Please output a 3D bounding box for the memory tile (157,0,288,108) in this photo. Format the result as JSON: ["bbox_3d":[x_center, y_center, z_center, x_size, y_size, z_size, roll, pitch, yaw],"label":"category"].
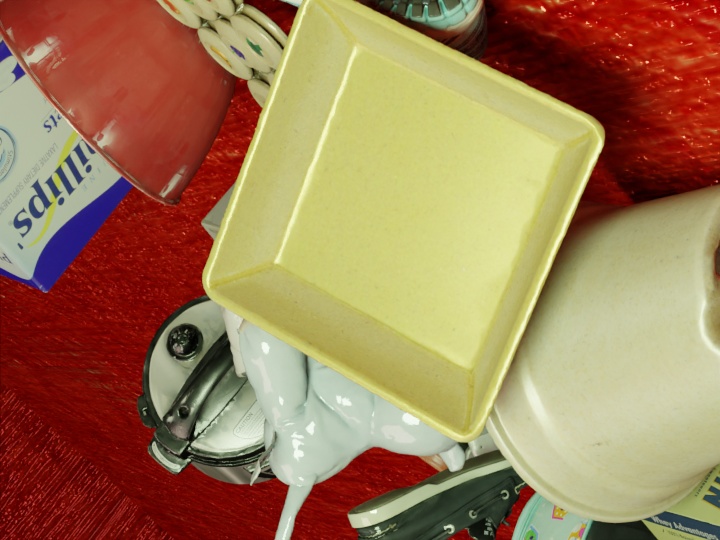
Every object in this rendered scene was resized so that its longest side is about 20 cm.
[{"bbox_3d":[-0.060,-0.131,1.188,0.200,0.017,0.153,44,170,-16],"label":"memory tile"}]

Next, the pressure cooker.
[{"bbox_3d":[-0.126,0.116,1.771,0.176,0.178,0.200,-5,164,4],"label":"pressure cooker"}]

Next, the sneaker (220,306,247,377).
[{"bbox_3d":[-0.095,0.019,1.636,0.200,0.074,0.088,-111,3,-68],"label":"sneaker"}]

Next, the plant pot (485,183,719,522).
[{"bbox_3d":[0.192,0.034,1.040,0.200,0.201,0.183,43,150,-13],"label":"plant pot"}]

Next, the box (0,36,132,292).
[{"bbox_3d":[-0.304,-0.119,1.598,0.104,0.185,0.200,16,152,45],"label":"box"}]

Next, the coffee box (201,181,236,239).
[{"bbox_3d":[-0.028,0.008,1.525,0.114,0.080,0.200,17,151,52],"label":"coffee box"}]

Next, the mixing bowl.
[{"bbox_3d":[-0.161,-0.157,1.307,0.200,0.108,0.200,49,-173,-9],"label":"mixing bowl"}]

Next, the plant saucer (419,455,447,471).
[{"bbox_3d":[0.073,0.141,1.720,0.199,0.032,0.201,36,161,14],"label":"plant saucer"}]

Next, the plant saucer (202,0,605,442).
[{"bbox_3d":[0.027,-0.035,1.041,0.199,0.202,0.048,28,-162,20],"label":"plant saucer"}]

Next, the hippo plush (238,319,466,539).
[{"bbox_3d":[0.000,0.086,1.384,0.159,0.201,0.161,-10,120,10],"label":"hippo plush"}]

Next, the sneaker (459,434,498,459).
[{"bbox_3d":[0.127,0.154,1.564,0.199,0.089,0.074,38,160,-1],"label":"sneaker"}]

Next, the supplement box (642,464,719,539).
[{"bbox_3d":[0.319,0.175,1.168,0.200,0.135,0.199,48,159,-26],"label":"supplement box"}]

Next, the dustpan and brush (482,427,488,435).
[{"bbox_3d":[0.110,0.101,1.491,0.199,0.057,0.140,32,125,1],"label":"dustpan and brush"}]

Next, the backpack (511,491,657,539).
[{"bbox_3d":[0.200,0.250,1.436,0.199,0.178,0.152,16,178,-43],"label":"backpack"}]

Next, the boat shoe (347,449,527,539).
[{"bbox_3d":[0.085,0.191,1.440,0.074,0.198,0.067,-17,91,57],"label":"boat shoe"}]

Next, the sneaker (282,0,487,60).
[{"bbox_3d":[-0.008,-0.169,1.094,0.199,0.078,0.087,27,162,32],"label":"sneaker"}]
